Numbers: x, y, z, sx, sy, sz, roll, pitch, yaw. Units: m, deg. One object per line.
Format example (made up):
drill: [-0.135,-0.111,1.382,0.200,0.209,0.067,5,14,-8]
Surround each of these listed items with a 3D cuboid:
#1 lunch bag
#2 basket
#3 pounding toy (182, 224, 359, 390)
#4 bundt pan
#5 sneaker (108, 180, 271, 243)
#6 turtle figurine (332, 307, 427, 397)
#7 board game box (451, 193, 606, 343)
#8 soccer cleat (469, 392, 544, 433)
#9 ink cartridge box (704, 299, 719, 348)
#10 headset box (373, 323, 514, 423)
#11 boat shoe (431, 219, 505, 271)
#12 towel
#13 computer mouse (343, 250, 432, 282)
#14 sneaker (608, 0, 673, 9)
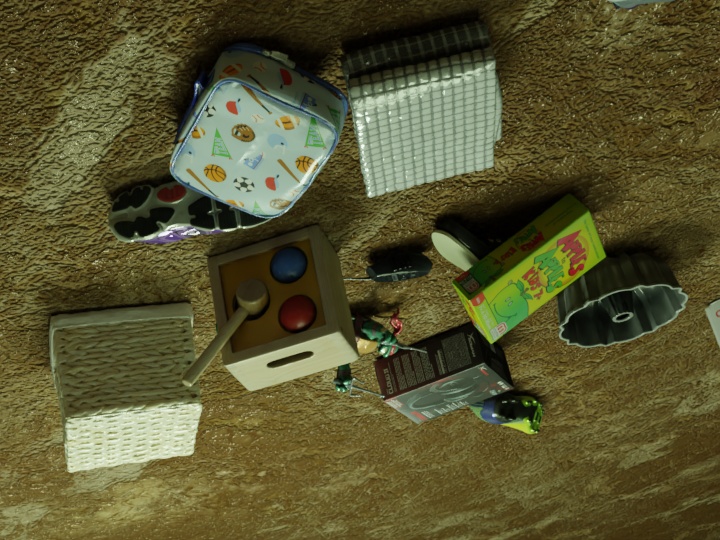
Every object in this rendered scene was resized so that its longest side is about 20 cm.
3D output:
lunch bag: [-0.112,-0.149,1.400,0.160,0.076,0.200,24,139,-14]
basket: [-0.322,0.163,1.836,0.199,0.162,0.199,-7,151,-15]
pounding toy: [-0.123,0.060,1.695,0.199,0.185,0.142,-17,153,8]
bundt pan: [0.385,0.038,1.991,0.200,0.076,0.202,-10,153,-5]
sneaker: [-0.195,-0.074,1.558,0.199,0.081,0.083,-7,170,4]
turtle figurine: [-0.013,0.109,1.932,0.199,0.101,0.150,13,131,-15]
board game box: [0.227,-0.002,1.773,0.200,0.048,0.102,-37,135,-5]
soccer cleat: [0.266,0.252,2.385,0.083,0.065,0.200,6,171,35]
ink cartridge box: [0.668,0.123,2.140,0.147,0.201,0.085,-31,148,32]
headset box: [0.127,0.172,2.135,0.199,0.078,0.149,-23,151,16]
boat shoe: [0.168,-0.020,1.811,0.073,0.063,0.201,21,168,47]
towel: [0.069,-0.178,1.443,0.165,0.086,0.200,-14,151,-1]
computer mouse: [0.000,0.000,1.813,0.199,0.034,0.059,-7,170,1]
sneaker: [0.336,-0.316,1.327,0.199,0.075,0.087,-13,168,22]
